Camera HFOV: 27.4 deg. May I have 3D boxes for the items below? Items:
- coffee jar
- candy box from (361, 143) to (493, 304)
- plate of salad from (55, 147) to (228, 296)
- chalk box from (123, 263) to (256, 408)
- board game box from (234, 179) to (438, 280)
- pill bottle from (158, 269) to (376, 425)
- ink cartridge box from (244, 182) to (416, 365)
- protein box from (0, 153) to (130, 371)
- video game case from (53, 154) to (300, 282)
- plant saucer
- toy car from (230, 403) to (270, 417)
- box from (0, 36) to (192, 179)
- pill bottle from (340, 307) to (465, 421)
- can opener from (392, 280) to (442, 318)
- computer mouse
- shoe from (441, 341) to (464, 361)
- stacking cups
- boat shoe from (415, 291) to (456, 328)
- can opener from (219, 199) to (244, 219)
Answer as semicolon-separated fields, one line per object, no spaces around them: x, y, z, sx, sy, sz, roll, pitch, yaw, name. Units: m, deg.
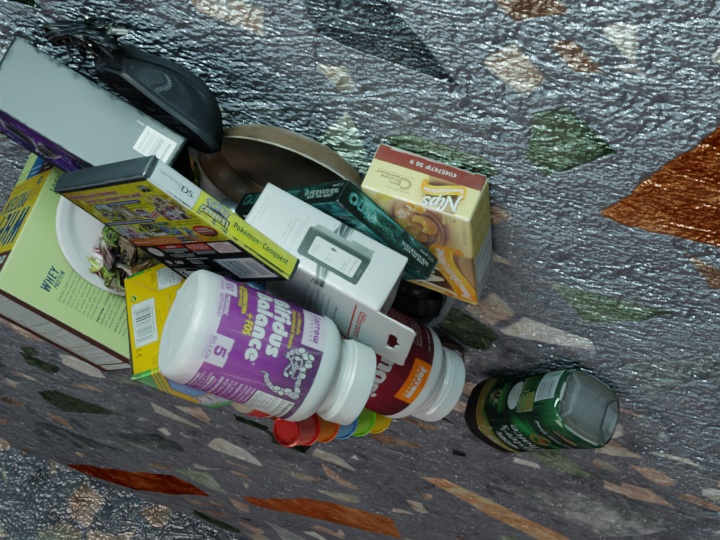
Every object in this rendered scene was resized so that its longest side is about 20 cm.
0.222;0.178;1.852;0.104;0.086;0.200;31;157;-24;coffee jar
0.071;-0.043;1.498;0.115;0.056;0.200;20;159;15;candy box
-0.233;-0.050;1.623;0.200;0.200;0.048;35;-163;-32;plate of salad
-0.153;0.072;1.653;0.123;0.125;0.200;-20;155;25;chalk box
-0.027;-0.037;1.519;0.135;0.028;0.199;40;158;-28;board game box
-0.089;0.082;1.453;0.199;0.113;0.112;21;160;-20;pill bottle
-0.024;0.006;1.473;0.199;0.068;0.116;29;159;5;ink cartridge box
-0.321;-0.016;1.731;0.199;0.200;0.135;31;159;-25;protein box
-0.178;-0.044;1.415;0.180;0.026;0.199;36;159;-29;video game case
-0.074;-0.097;1.539;0.199;0.035;0.200;19;160;7;plant saucer
-0.059;0.110;1.862;0.199;0.178;0.184;16;173;-24;toy car
-0.275;-0.136;1.501;0.199;0.079;0.141;31;172;2;box
0.016;0.093;1.614;0.199;0.114;0.113;26;160;-33;pill bottle
0.000;0.000;1.654;0.199;0.079;0.063;17;-159;27;can opener
-0.199;-0.186;1.410;0.200;0.053;0.138;39;166;-33;computer mouse
0.044;0.121;1.817;0.090;0.072;0.199;-3;-176;37;shoe
-0.039;0.182;1.815;0.060;0.061;0.199;5;-175;35;stacking cups
0.054;0.043;1.723;0.066;0.074;0.200;-14;170;-42;boat shoe
-0.117;-0.029;1.663;0.066;0.053;0.200;25;173;20;can opener
